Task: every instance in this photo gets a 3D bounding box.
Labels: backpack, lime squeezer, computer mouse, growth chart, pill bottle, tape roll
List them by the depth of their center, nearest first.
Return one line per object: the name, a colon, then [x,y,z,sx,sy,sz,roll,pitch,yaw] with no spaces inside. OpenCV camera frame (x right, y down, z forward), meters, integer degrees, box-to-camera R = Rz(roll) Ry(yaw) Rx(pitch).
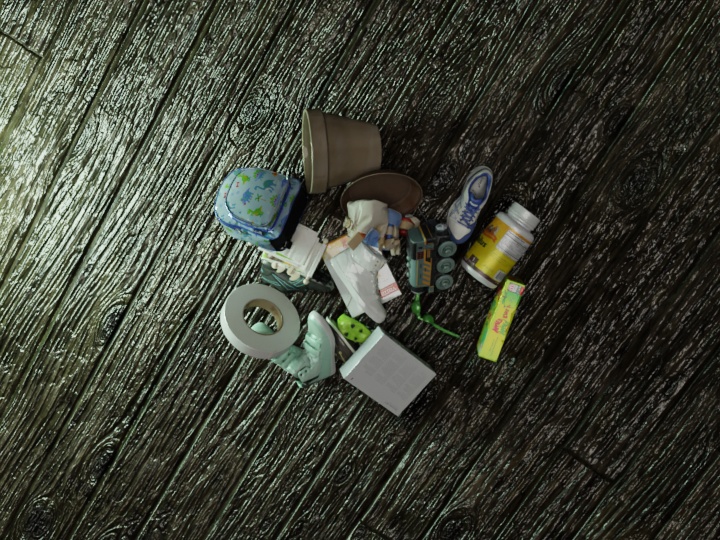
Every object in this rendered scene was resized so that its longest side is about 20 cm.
pill bottle: [0.341,-0.064,1.684,0.109,0.109,0.200,37,101,-1]
backpack: [-0.251,-0.162,1.693,0.199,0.147,0.184,15,71,18]
computer mouse: [0.161,-0.130,1.730,0.058,0.034,0.201,-31,95,11]
tape roll: [-0.248,0.125,1.738,0.202,0.203,0.037,36,134,-1]
growth chart: [-0.183,-0.065,1.743,0.199,0.018,0.145,32,80,11]
lime squeezer: [0.172,0.104,1.773,0.070,0.038,0.201,-34,94,-21]

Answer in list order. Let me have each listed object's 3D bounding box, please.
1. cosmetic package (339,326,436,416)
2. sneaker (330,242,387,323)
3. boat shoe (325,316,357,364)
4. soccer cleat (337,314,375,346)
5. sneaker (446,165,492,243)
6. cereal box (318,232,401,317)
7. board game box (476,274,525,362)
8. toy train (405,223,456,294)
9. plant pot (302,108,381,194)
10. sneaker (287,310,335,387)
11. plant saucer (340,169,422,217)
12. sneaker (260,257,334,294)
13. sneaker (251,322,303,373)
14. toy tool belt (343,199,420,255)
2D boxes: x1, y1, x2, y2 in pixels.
cosmetic package: [0.070,0.255,1.753,0.200,0.052,0.151,39,95,-26]
sneaker: [0.028,0.023,1.709,0.115,0.074,0.200,-35,94,12]
boat shoe: [-0.038,0.210,1.787,0.060,0.072,0.201,-39,96,6]
soccer cleat: [0.024,0.175,1.781,0.200,0.081,0.068,37,99,-23]
sneaker: [0.262,-0.158,1.688,0.075,0.088,0.201,19,102,1]
cereal box: [0.000,0.000,1.765,0.143,0.040,0.201,-26,95,9]
board game box: [0.344,0.113,1.717,0.047,0.102,0.201,19,101,4]
toy train: [0.166,-0.026,1.684,0.113,0.085,0.201,-7,131,-7]
plant pot: [-0.044,-0.288,1.660,0.172,0.200,0.201,-5,99,-9]
sneaker: [-0.127,0.204,1.726,0.118,0.074,0.201,-26,127,-29]
plant saucer: [0.049,-0.184,1.678,0.199,0.201,0.037,-11,59,8]
sneaker: [-0.163,0.022,1.779,0.199,0.075,0.080,20,114,9]
sneaker: [-0.211,0.220,1.783,0.200,0.118,0.074,37,101,-1]
toy tool belt: [0.047,-0.087,1.674,0.124,0.199,0.124,1,76,48]
